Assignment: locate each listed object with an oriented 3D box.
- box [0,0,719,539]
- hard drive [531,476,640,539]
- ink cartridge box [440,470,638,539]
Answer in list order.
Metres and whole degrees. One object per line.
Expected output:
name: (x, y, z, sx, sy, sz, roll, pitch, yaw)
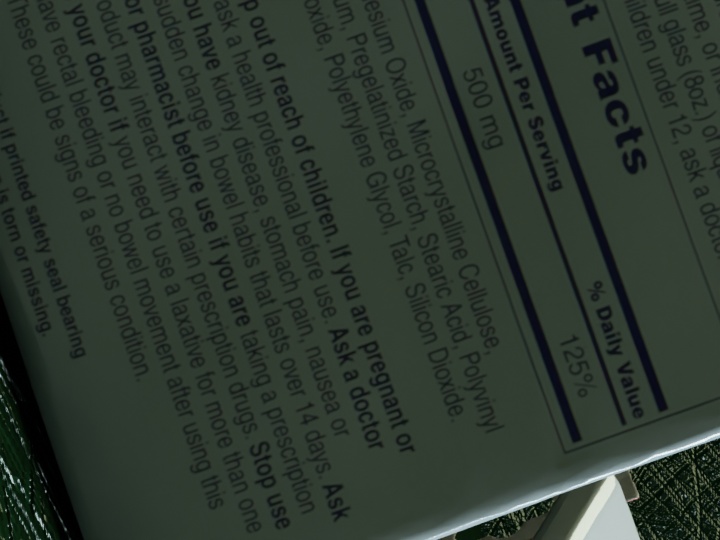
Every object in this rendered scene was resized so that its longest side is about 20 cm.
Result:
box: (0.008, -0.027, 0.582, 0.105, 0.199, 0.185, 42, 28, -86)
hard drive: (0.087, 0.209, 1.077, 0.200, 0.027, 0.132, -52, 132, -38)
ink cartridge box: (0.079, 0.116, 1.382, 0.200, 0.160, 0.050, -106, 171, -54)
